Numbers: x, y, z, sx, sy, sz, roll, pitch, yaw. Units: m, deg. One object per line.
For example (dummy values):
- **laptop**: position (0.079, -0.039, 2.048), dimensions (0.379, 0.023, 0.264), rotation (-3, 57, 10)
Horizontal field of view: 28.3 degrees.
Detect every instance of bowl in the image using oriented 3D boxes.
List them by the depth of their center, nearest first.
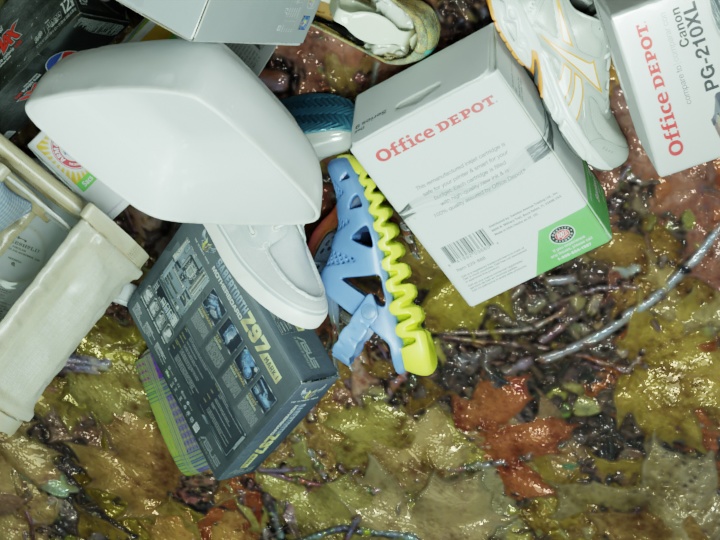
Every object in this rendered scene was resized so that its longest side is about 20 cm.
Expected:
- **bowl**: position (-0.137, -0.113, 1.115), dimensions (0.198, 0.075, 0.200), rotation (1, 155, 33)

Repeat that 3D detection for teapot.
- **teapot**: position (-0.318, -0.010, 1.374), dimensions (0.196, 0.146, 0.202), rotation (-27, 88, -7)

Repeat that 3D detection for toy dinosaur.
- **toy dinosaur**: position (-0.035, 0.001, 1.311), dimensions (0.180, 0.105, 0.202), rotation (-22, 82, 3)

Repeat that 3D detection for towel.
- **towel**: position (-0.157, 0.124, 1.406), dimensions (0.200, 0.023, 0.145), rotation (-31, 80, 55)

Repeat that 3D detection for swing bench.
- **swing bench**: position (-0.319, 0.005, 1.235), dimensions (0.199, 0.130, 0.200), rotation (37, 82, -2)

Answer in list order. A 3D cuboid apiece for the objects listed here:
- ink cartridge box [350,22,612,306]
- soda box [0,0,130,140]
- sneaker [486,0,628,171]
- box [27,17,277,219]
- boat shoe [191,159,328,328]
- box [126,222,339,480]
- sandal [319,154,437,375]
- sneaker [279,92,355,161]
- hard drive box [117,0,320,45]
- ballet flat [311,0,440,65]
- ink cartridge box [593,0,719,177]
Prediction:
- **ink cartridge box**: position (0.103, -0.087, 1.214), dimensions (0.145, 0.085, 0.200), rotation (-25, 123, 22)
- **soda box**: position (-0.297, -0.196, 1.281), dimensions (0.199, 0.063, 0.071), rotation (-35, 68, 30)
- **sneaker**: position (0.184, -0.173, 1.175), dimensions (0.091, 0.076, 0.201), rotation (-29, 116, 16)
- **box**: position (-0.184, -0.154, 1.261), dimensions (0.101, 0.113, 0.199), rotation (44, 123, -15)
- **boat shoe**: position (-0.082, -0.042, 1.212), dimensions (0.069, 0.072, 0.201), rotation (-51, 57, 29)
- **box**: position (-0.119, 0.060, 1.277), dimensions (0.158, 0.051, 0.201), rotation (-50, 62, 37)
- **sandal**: position (0.000, 0.000, 1.218), dimensions (0.086, 0.079, 0.202), rotation (-16, 80, 8)
- **sneaker**: position (-0.075, -0.102, 1.290), dimensions (0.198, 0.077, 0.081), rotation (-11, 117, 32)
- **hard drive box**: position (-0.131, -0.240, 1.091), dimensions (0.155, 0.200, 0.077), rotation (30, 108, 14)
- **ballet flat**: position (-0.027, -0.229, 1.199), dimensions (0.198, 0.071, 0.071), rotation (24, 125, 0)
- **ink cartridge box**: position (0.297, -0.179, 1.104), dimensions (0.198, 0.085, 0.146), rotation (-20, 115, 10)
